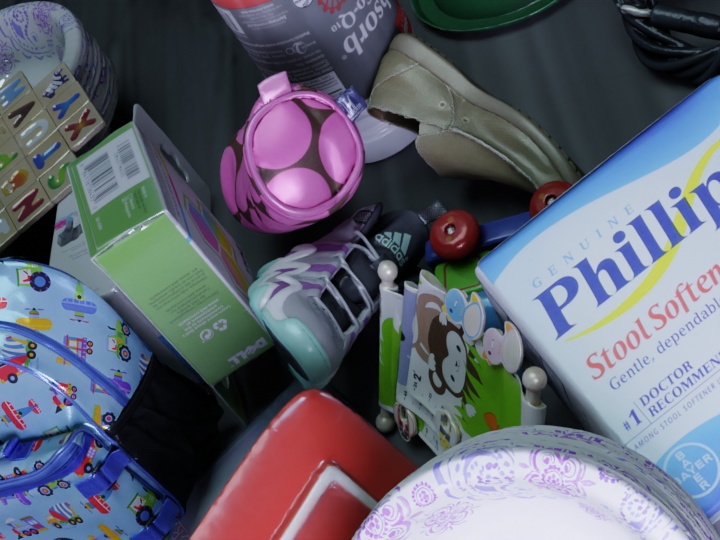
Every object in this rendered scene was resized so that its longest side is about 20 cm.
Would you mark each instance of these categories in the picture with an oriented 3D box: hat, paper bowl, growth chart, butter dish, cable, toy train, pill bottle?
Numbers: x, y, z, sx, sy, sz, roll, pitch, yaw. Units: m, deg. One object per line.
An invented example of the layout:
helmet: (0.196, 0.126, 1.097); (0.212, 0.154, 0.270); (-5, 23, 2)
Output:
hat: (0.092, -0.303, 1.284); (0.198, 0.176, 0.167); (-10, 48, 27)
paper bowl: (-0.296, -0.123, 1.433); (0.199, 0.105, 0.202); (-19, 44, 19)
growth chart: (0.056, 0.072, 0.993); (0.018, 0.146, 0.200); (-13, 27, -22)
butter dish: (-0.034, 0.201, 0.940); (0.200, 0.200, 0.147); (-56, 18, -22)
cable: (0.255, -0.222, 1.139); (0.199, 0.051, 0.165); (-27, 68, 31)
paper bowl: (0.091, 0.178, 0.834); (0.198, 0.104, 0.203); (2, 96, 18)
toy train: (0.140, 0.010, 1.048); (0.198, 0.085, 0.117); (-15, 56, 23)
pill bottle: (-0.027, -0.181, 1.239); (0.115, 0.200, 0.117); (-19, 44, 20)

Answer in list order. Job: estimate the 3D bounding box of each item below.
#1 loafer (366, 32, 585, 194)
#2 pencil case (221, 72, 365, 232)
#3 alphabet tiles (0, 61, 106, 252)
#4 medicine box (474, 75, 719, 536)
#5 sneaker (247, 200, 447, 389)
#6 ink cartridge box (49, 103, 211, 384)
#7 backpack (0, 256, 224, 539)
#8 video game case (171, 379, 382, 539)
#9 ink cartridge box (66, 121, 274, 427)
loafer: (0.081, -0.088, 1.166); (0.200, 0.076, 0.068); (41, 94, 33)
pencil case: (-0.052, -0.077, 1.163); (0.090, 0.094, 0.200); (-34, 3, -12)
alphabet tiles: (-0.288, -0.073, 1.293); (0.200, 0.006, 0.167); (-41, 44, 2)
medicine box: (0.196, 0.030, 0.929); (0.182, 0.103, 0.200); (-38, 60, -1)
sneaker: (0.000, 0.000, 1.107); (0.139, 0.078, 0.200); (-32, 15, 4)
ink cartridge box: (-0.169, -0.013, 1.250); (0.067, 0.115, 0.201); (-22, 43, 19)
backpack: (-0.216, 0.093, 1.106); (0.181, 0.200, 0.135); (-14, 40, 32)
video game case: (-0.067, 0.168, 1.089); (0.200, 0.019, 0.143); (-43, 42, -8)
ink cartridge box: (-0.113, 0.005, 1.129); (0.059, 0.200, 0.104); (-32, 42, 6)
